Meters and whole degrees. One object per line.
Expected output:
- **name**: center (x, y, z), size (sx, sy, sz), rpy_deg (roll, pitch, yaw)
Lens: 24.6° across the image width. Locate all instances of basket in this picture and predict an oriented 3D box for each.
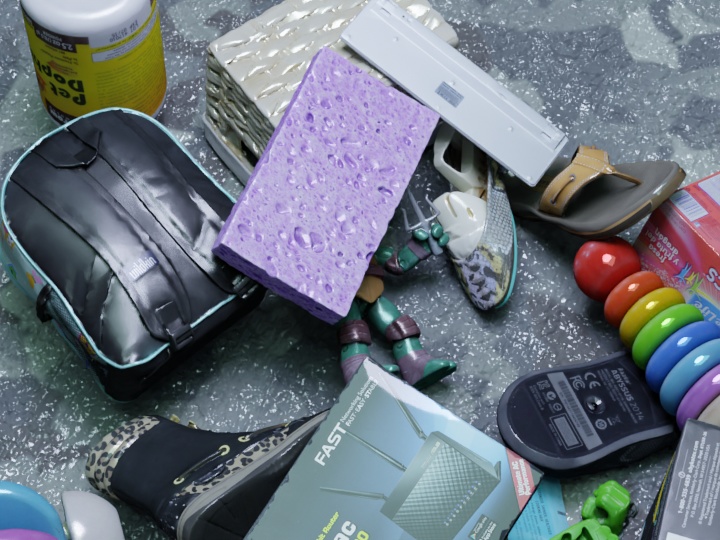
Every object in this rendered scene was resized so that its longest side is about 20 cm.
- **basket**: center (-0.023, -0.156, 1.404), size (0.200, 0.124, 0.136), rpy_deg (-32, 65, -19)

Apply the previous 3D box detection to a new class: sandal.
- **sandal**: center (0.176, -0.075, 1.337), size (0.082, 0.055, 0.200), rpy_deg (-47, 30, -15)

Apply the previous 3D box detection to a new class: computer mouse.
- **computer mouse**: center (0.194, 0.119, 1.292), size (0.199, 0.053, 0.139), rpy_deg (-9, 57, -21)

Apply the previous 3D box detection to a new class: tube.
- **tube**: center (0.061, 0.192, 1.247), size (0.199, 0.050, 0.078), rpy_deg (-4, 60, -9)

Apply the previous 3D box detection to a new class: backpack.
- **backpack**: center (-0.186, -0.017, 1.296), size (0.176, 0.153, 0.200), rpy_deg (-38, 85, -21)

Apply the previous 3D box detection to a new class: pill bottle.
- **pill bottle**: center (-0.218, -0.183, 1.370), size (0.109, 0.200, 0.110), rpy_deg (1, 59, -1)

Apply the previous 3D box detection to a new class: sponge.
- **sponge**: center (-0.024, -0.068, 1.271), size (0.111, 0.030, 0.201), rpy_deg (31, 62, -11)

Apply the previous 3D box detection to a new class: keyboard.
- **keyboard**: center (0.076, -0.148, 1.339), size (0.200, 0.011, 0.056), rpy_deg (38, 73, 4)

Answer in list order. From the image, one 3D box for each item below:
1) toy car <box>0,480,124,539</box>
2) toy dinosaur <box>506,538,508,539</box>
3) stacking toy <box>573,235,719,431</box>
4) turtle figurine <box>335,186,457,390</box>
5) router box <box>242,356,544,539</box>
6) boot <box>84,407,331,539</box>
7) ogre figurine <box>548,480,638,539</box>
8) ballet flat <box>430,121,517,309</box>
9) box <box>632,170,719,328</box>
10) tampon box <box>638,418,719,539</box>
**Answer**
- **toy car**: center (-0.243, 0.235, 1.150), size (0.174, 0.150, 0.201), rpy_deg (-15, 61, -9)
- **toy dinosaur**: center (0.048, 0.180, 1.189), size (0.106, 0.060, 0.201), rpy_deg (1, 89, -9)
- **stacking toy**: center (0.236, 0.050, 1.281), size (0.085, 0.086, 0.200), rpy_deg (-27, 57, -16)
- **turtle figurine**: center (0.000, 0.000, 1.324), size (0.149, 0.101, 0.201), rpy_deg (-12, 69, -24)
- **router box**: center (0.013, 0.183, 1.136), size (0.149, 0.062, 0.200), rpy_deg (32, 77, 10)
- **boot**: center (-0.091, 0.134, 1.239), size (0.203, 0.074, 0.153), rpy_deg (-28, 32, -35)
- **ogre figurine**: center (0.128, 0.249, 1.169), size (0.098, 0.120, 0.201), rpy_deg (14, 61, 2)
- **ballet flat**: center (0.089, -0.064, 1.375), size (0.072, 0.072, 0.201), rpy_deg (2, 64, 0)
- **box**: center (0.316, 0.025, 1.307), size (0.102, 0.095, 0.200), rpy_deg (-23, 61, -36)
- **tampon box**: center (0.252, 0.223, 1.140), size (0.126, 0.200, 0.150), rpy_deg (16, 59, 8)
